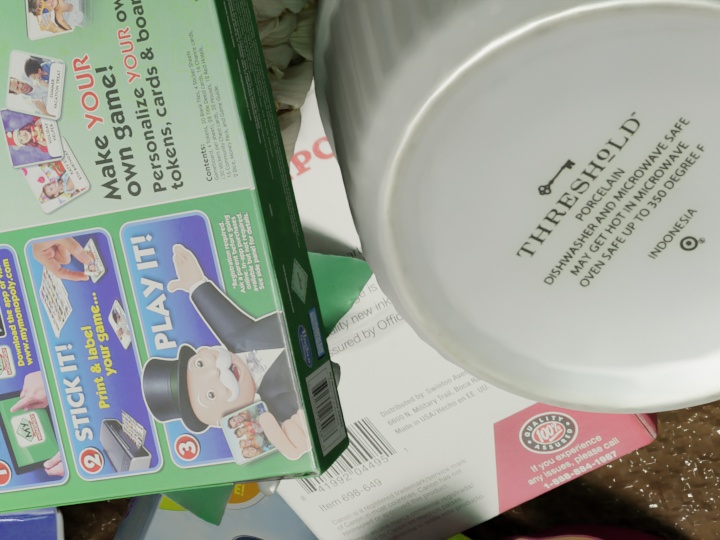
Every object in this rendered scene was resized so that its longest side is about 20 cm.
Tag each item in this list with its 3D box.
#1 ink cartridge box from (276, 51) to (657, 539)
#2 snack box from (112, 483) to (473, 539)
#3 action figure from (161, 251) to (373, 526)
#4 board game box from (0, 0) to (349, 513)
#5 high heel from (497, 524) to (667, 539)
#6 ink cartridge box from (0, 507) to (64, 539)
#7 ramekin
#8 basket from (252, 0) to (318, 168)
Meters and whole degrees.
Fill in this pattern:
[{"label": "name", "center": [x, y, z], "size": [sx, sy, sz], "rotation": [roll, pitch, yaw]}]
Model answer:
[{"label": "ink cartridge box", "center": [0.000, 0.000, 0.881], "size": [0.145, 0.085, 0.200], "rotation": [-28, 119, 24]}, {"label": "snack box", "center": [-0.018, 0.173, 0.954], "size": [0.199, 0.169, 0.068], "rotation": [30, 147, -13]}, {"label": "action figure", "center": [-0.106, 0.012, 0.802], "size": [0.199, 0.055, 0.119], "rotation": [24, 106, -19]}, {"label": "board game box", "center": [-0.089, -0.033, 0.667], "size": [0.134, 0.029, 0.202], "rotation": [-8, 100, 22]}, {"label": "high heel", "center": [0.077, 0.132, 0.918], "size": [0.199, 0.068, 0.096], "rotation": [-8, 171, -33]}, {"label": "ink cartridge box", "center": [-0.218, 0.135, 0.954], "size": [0.196, 0.047, 0.200], "rotation": [-3, 160, -8]}, {"label": "ramekin", "center": [0.083, -0.044, 0.730], "size": [0.201, 0.095, 0.203], "rotation": [0, 130, 0]}, {"label": "basket", "center": [-0.116, -0.096, 0.751], "size": [0.199, 0.135, 0.124], "rotation": [13, 102, 20]}]
